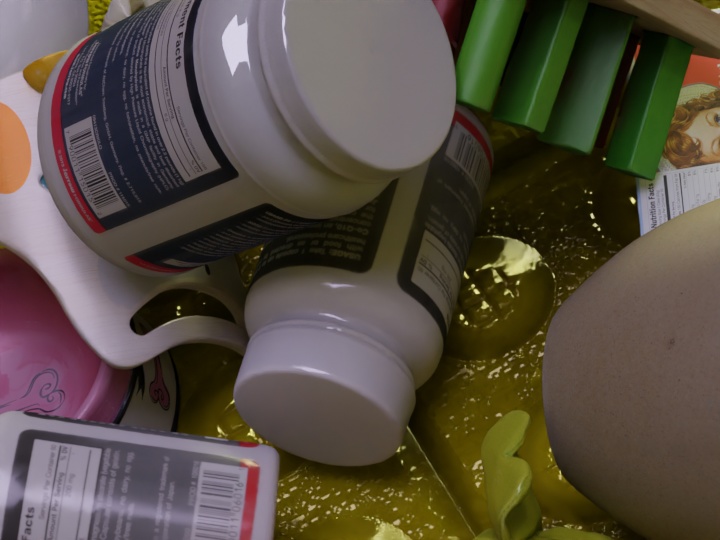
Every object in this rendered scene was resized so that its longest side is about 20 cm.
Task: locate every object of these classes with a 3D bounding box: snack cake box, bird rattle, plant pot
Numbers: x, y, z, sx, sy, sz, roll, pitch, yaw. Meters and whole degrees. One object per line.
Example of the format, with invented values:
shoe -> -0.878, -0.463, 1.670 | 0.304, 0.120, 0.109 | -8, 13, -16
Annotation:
snack cake box -> 0.215, -0.057, 1.314 | 0.114, 0.067, 0.201 | -8, 52, 12
bird rattle -> 0.032, 0.174, 1.144 | 0.200, 0.163, 0.113 | -35, 84, -17
plant pot -> 0.169, 0.061, 1.165 | 0.134, 0.201, 0.201 | -6, 52, 23

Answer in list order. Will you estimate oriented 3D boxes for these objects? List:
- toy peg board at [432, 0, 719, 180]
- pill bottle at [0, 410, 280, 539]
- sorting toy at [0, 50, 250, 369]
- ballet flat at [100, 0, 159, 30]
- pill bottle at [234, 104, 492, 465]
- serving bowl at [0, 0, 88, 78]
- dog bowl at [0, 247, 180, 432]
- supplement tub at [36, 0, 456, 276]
toy peg board -> 0.076, -0.129, 1.280 | 0.199, 0.199, 0.098 | 17, 89, 49
pill bottle -> -0.147, 0.136, 1.205 | 0.198, 0.114, 0.114 | 8, 54, -4
sorting toy -> -0.128, -0.024, 1.321 | 0.107, 0.199, 0.181 | -37, 68, 34
ballet flat -> -0.117, -0.165, 1.439 | 0.070, 0.070, 0.200 | -48, 28, -20
pill bottle -> 0.000, 0.000, 1.292 | 0.113, 0.114, 0.201 | 5, 56, 19
serving bowl -> -0.278, -0.154, 1.481 | 0.199, 0.066, 0.202 | -5, 76, 19
dog bowl -> -0.210, 0.073, 1.333 | 0.199, 0.074, 0.201 | -8, 53, 10
supplement tub -> -0.062, -0.085, 1.199 | 0.199, 0.140, 0.141 | -18, 43, 43
